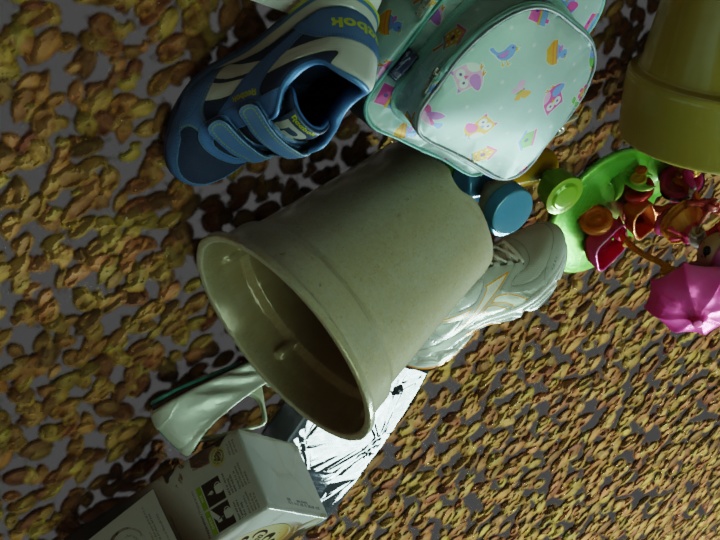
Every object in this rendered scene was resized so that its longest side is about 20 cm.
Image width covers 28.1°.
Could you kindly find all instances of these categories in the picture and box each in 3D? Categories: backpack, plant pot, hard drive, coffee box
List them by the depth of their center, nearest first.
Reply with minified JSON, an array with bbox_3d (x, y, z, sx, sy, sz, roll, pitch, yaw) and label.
[{"bbox_3d":[0.089,-0.179,1.082,0.175,0.153,0.201,22,103,-45],"label":"backpack"},{"bbox_3d":[0.000,0.000,1.159,0.183,0.200,0.201,-40,145,-23],"label":"plant pot"},{"bbox_3d":[-0.146,0.227,1.258,0.199,0.080,0.113,-33,155,15],"label":"coffee box"},{"bbox_3d":[0.338,-0.202,1.266,0.199,0.200,0.191,-13,119,-34],"label":"plant pot"},{"bbox_3d":[-0.033,0.158,1.381,0.134,0.042,0.201,14,115,-49],"label":"hard drive"}]

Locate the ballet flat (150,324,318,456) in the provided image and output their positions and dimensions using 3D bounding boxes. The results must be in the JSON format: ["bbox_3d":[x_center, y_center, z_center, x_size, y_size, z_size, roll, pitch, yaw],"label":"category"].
[{"bbox_3d":[-0.086,0.098,1.248,0.199,0.069,0.070,-28,141,-17],"label":"ballet flat"}]

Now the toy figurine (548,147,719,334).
[{"bbox_3d":[0.314,-0.023,1.409,0.199,0.184,0.151,-36,143,-11],"label":"toy figurine"}]

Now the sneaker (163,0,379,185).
[{"bbox_3d":[-0.066,-0.115,1.021,0.199,0.083,0.074,-36,136,28],"label":"sneaker"}]

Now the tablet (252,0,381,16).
[{"bbox_3d":[-0.014,-0.265,0.972,0.129,0.014,0.201,15,117,-22],"label":"tablet"}]

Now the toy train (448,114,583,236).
[{"bbox_3d":[0.152,-0.094,1.247,0.199,0.116,0.085,-14,135,-33],"label":"toy train"}]

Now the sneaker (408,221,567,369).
[{"bbox_3d":[0.110,0.008,1.346,0.199,0.076,0.092,-36,138,-12],"label":"sneaker"}]
